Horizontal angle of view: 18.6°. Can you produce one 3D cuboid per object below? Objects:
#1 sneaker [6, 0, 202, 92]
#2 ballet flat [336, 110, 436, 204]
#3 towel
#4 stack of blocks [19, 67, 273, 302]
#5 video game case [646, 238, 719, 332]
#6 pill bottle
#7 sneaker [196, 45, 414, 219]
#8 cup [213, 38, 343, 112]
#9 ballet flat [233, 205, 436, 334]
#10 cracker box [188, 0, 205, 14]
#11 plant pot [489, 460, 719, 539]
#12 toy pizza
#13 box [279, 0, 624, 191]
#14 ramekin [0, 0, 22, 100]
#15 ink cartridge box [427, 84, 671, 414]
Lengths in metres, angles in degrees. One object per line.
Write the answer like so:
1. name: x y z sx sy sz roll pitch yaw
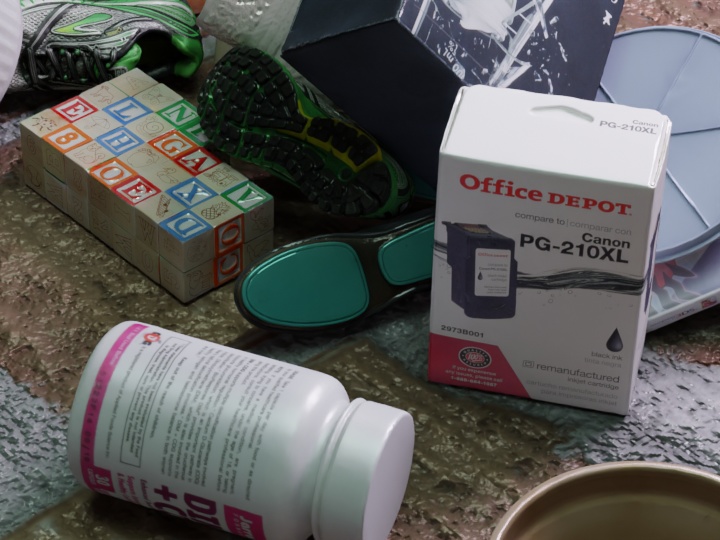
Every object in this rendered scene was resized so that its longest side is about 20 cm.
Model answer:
1. sneaker: -0.221 -0.179 1.764 0.200 0.078 0.085 -14 42 -19
2. ballet flat: 0.018 -0.091 1.692 0.199 0.068 0.072 8 19 10
3. towel: -0.018 -0.235 1.670 0.132 0.034 0.200 33 86 3
4. stack of blocks: -0.151 -0.067 1.653 0.115 0.059 0.200 -28 47 -32
5. video game case: 0.249 -0.071 1.605 0.182 0.023 0.200 -23 59 5
6. pill bottle: -0.074 0.109 1.393 0.200 0.114 0.113 14 41 16
7. sneaker: -0.043 -0.094 1.625 0.200 0.078 0.085 41 8 29
8. cup: -0.018 -0.229 1.767 0.200 0.144 0.200 2 28 -1
9. ballet flat: 0.000 0.000 1.576 0.200 0.073 0.073 -17 42 -16
10. cracker box: -0.177 -0.298 1.942 0.134 0.058 0.200 -12 40 -17
11. plant pot: 0.169 0.213 1.289 0.200 0.093 0.201 0 39 0
12. toy pizza: 0.207 -0.088 1.595 0.200 0.032 0.201 -10 59 17
13. box: 0.073 -0.186 1.568 0.124 0.200 0.197 -10 52 45
14. ramekin: -0.352 -0.180 1.688 0.105 0.200 0.200 26 13 -49
15. ink cartridge box: 0.125 -0.013 1.481 0.144 0.200 0.084 9 39 10
